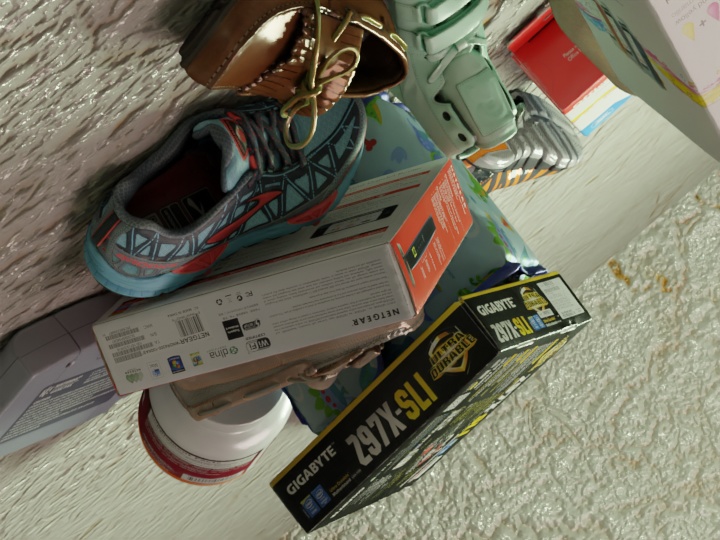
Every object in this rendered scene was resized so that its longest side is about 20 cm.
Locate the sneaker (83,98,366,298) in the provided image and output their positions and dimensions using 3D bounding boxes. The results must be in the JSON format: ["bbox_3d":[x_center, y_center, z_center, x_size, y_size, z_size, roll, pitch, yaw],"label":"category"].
[{"bbox_3d":[-0.069,-0.057,1.067,0.200,0.079,0.096,-36,166,-23],"label":"sneaker"}]

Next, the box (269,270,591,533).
[{"bbox_3d":[0.049,0.088,1.237,0.200,0.049,0.159,-46,166,26],"label":"box"}]

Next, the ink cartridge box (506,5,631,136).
[{"bbox_3d":[0.194,-0.182,1.485,0.116,0.067,0.200,-42,169,9],"label":"ink cartridge box"}]

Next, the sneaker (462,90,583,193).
[{"bbox_3d":[0.107,-0.092,1.571,0.112,0.078,0.199,-42,159,32],"label":"sneaker"}]

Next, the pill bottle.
[{"bbox_3d":[-0.111,0.097,1.408,0.113,0.113,0.200,-36,174,-19],"label":"pill bottle"}]

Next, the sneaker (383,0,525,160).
[{"bbox_3d":[0.065,-0.140,1.081,0.074,0.118,0.201,-35,167,-17],"label":"sneaker"}]

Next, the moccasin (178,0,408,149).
[{"bbox_3d":[-0.029,-0.114,0.970,0.074,0.078,0.201,-43,169,17],"label":"moccasin"}]

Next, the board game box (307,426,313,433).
[{"bbox_3d":[0.028,0.116,2.185,0.199,0.041,0.200,-42,169,8],"label":"board game box"}]

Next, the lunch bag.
[{"bbox_3d":[0.000,0.000,1.283,0.200,0.170,0.127,-41,165,15],"label":"lunch bag"}]

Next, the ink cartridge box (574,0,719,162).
[{"bbox_3d":[0.213,-0.189,1.100,0.145,0.145,0.200,-41,135,0],"label":"ink cartridge box"}]

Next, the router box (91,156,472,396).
[{"bbox_3d":[-0.043,0.001,1.132,0.199,0.049,0.180,-16,-166,20],"label":"router box"}]

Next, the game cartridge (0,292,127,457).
[{"bbox_3d":[-0.198,0.068,1.245,0.133,0.042,0.200,-50,166,26],"label":"game cartridge"}]

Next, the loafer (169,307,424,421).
[{"bbox_3d":[-0.041,0.052,1.175,0.199,0.063,0.072,-13,-164,30],"label":"loafer"}]

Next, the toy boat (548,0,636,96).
[{"bbox_3d":[0.212,-0.217,1.298,0.130,0.132,0.200,-10,156,27],"label":"toy boat"}]
